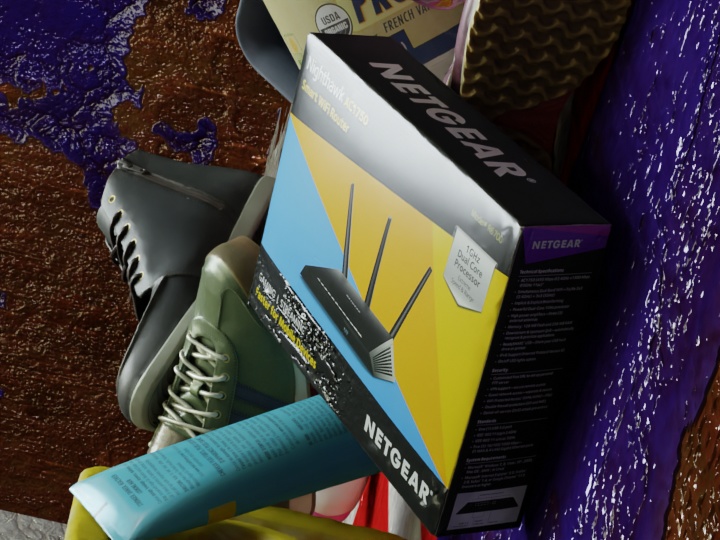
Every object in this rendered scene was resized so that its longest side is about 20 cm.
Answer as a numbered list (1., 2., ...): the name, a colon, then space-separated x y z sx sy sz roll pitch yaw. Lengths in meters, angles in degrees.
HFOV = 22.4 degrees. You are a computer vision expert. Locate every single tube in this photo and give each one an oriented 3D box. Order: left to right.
1. tube: -0.046 0.097 0.942 0.077 0.199 0.051 21 123 61

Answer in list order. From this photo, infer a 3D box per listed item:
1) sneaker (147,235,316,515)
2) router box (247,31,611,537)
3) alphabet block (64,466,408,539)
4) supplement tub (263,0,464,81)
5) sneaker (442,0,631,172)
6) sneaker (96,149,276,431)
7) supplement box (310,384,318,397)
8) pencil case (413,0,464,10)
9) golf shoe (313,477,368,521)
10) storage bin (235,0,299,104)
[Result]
1. sneaker: -0.080 0.085 1.028 0.067 0.090 0.201 32 140 41
2. router box: 0.022 0.000 0.818 0.200 0.051 0.150 46 130 49
3. alphabet block: -0.078 0.238 0.939 0.195 0.195 0.202 -124 48 -78
4. supplement tub: 0.001 -0.194 0.967 0.201 0.144 0.144 61 -177 -14
5. sneaker: 0.072 -0.102 0.865 0.090 0.074 0.201 -98 22 -57
6. sneaker: -0.127 0.010 1.106 0.075 0.105 0.201 93 -164 -45
7. supplement box: 0.000 0.000 1.135 0.131 0.102 0.201 116 165 -55
8. pencil case: 0.071 -0.214 0.824 0.200 0.087 0.088 -50 19 27
9. golf shoe: -0.013 0.072 1.238 0.092 0.075 0.201 119 162 -55
10. storage bin: 0.009 -0.217 1.252 0.134 0.145 0.201 -34 -22 -36
